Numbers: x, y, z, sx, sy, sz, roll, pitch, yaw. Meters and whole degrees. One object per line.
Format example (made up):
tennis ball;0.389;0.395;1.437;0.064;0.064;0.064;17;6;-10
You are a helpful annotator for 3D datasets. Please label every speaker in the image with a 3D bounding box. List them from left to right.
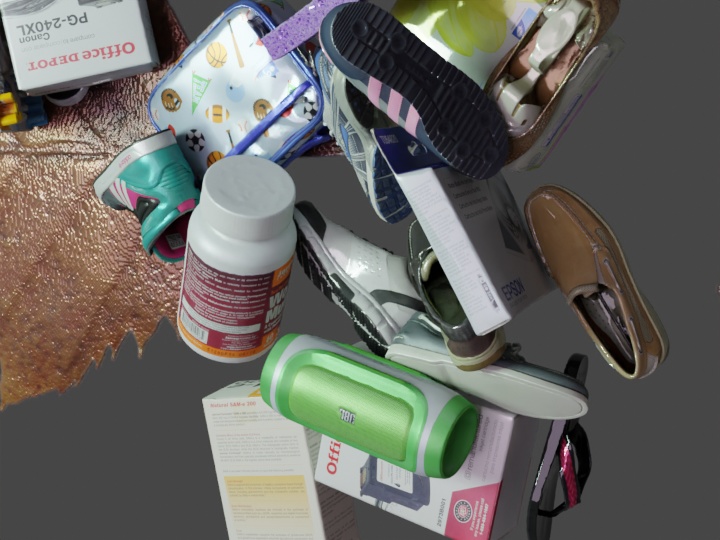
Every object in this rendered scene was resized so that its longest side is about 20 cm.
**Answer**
speaker;0.007;0.126;1.388;0.199;0.088;0.089;20;111;25

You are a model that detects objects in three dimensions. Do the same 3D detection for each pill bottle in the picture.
pill bottle;-0.123;-0.010;1.482;0.109;0.109;0.201;33;136;19

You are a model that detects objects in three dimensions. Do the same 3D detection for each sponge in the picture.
sponge;-0.008;-0.252;1.342;0.030;0.111;0.200;57;154;-9

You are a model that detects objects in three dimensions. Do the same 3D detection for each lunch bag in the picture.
lunch bag;-0.111;-0.171;1.494;0.200;0.075;0.161;-39;83;32

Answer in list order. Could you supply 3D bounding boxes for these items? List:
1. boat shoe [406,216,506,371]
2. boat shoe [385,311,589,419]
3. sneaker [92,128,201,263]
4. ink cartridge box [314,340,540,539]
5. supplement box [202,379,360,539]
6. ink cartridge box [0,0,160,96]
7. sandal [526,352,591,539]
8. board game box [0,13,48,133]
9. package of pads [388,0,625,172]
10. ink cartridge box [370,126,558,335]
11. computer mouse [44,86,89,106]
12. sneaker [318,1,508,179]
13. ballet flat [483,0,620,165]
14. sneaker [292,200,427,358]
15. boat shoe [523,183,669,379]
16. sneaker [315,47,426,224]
boat shoe;0.083;0.005;1.366;0.071;0.201;0.066;-22;132;4
boat shoe;0.122;0.084;1.368;0.199;0.062;0.073;13;150;24
sneaker;-0.212;-0.064;1.540;0.121;0.083;0.200;64;158;2
ink cartridge box;0.065;0.167;1.461;0.199;0.084;0.146;18;109;26
supplement box;-0.082;0.219;1.565;0.125;0.073;0.201;-5;99;31
ink cartridge box;-0.301;-0.294;1.533;0.144;0.083;0.201;-13;95;-3
sandal;0.197;0.178;1.398;0.045;0.075;0.201;16;107;16
board game box;-0.380;-0.248;1.572;0.026;0.200;0.201;-12;96;-1
package of pads;0.119;-0.202;1.356;0.200;0.068;0.155;42;117;16
ink cartridge box;0.099;-0.052;1.325;0.040;0.199;0.201;-29;88;21
computer mouse;-0.326;-0.280;1.612;0.109;0.044;0.201;-4;94;24
sneaker;0.045;-0.157;1.267;0.200;0.082;0.070;44;83;-19
ballet flat;0.148;-0.172;1.269;0.070;0.065;0.201;37;115;14
sneaker;0.000;0.000;1.481;0.200;0.080;0.074;50;162;24
boat shoe;0.210;0.009;1.346;0.072;0.076;0.200;-41;80;31
sneaker;0.009;-0.137;1.416;0.085;0.077;0.201;32;148;46
